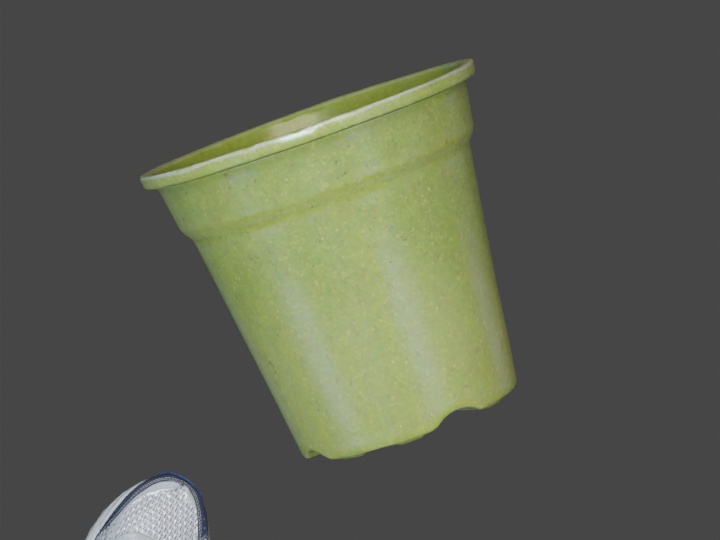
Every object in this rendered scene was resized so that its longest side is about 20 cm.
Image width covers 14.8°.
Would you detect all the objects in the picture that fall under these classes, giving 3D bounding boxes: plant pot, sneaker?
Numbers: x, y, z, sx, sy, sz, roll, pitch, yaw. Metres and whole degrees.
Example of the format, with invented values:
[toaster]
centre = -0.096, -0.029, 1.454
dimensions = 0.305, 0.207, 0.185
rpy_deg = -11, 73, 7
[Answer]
[plant pot]
centre = 0.000, 0.000, 1.560
dimensions = 0.200, 0.200, 0.185
rpy_deg = -21, 96, -13
[sneaker]
centre = -0.137, 0.204, 1.541
dimensions = 0.077, 0.085, 0.201
rpy_deg = 27, 76, -5
